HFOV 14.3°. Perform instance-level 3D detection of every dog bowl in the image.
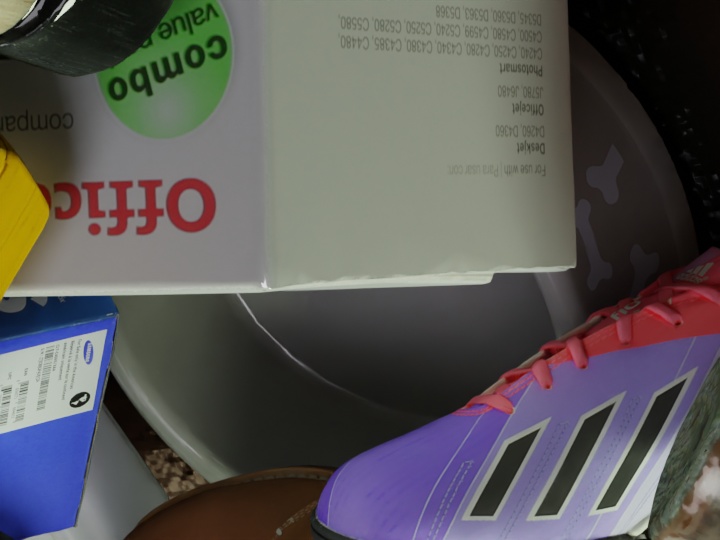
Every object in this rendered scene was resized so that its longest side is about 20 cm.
[{"bbox_3d":[0.000,0.000,0.866,0.199,0.059,0.201,16,130,21],"label":"dog bowl"}]

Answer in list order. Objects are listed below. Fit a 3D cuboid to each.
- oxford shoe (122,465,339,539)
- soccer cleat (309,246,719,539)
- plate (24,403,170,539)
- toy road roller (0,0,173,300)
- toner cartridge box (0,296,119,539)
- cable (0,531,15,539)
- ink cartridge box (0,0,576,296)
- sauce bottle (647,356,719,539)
[{"bbox_3d":[-0.014,0.096,0.806,0.199,0.071,0.072,2,98,47],"label":"oxford shoe"},{"bbox_3d":[0.075,0.032,0.771,0.068,0.199,0.074,32,128,57],"label":"soccer cleat"},{"bbox_3d":[-0.089,0.130,0.967,0.200,0.032,0.200,55,151,8],"label":"plate"},{"bbox_3d":[-0.145,-0.055,0.630,0.146,0.123,0.201,41,108,38],"label":"toy road roller"},{"bbox_3d":[-0.135,-0.021,0.873,0.200,0.043,0.095,59,146,35],"label":"toner cartridge box"},{"bbox_3d":[-0.045,0.127,0.778,0.163,0.051,0.200,43,168,-19],"label":"cable"},{"bbox_3d":[-0.043,-0.094,0.716,0.146,0.146,0.201,-1,91,32],"label":"ink cartridge box"},{"bbox_3d":[0.171,0.083,0.716,0.199,0.065,0.065,27,133,-2],"label":"sauce bottle"}]
